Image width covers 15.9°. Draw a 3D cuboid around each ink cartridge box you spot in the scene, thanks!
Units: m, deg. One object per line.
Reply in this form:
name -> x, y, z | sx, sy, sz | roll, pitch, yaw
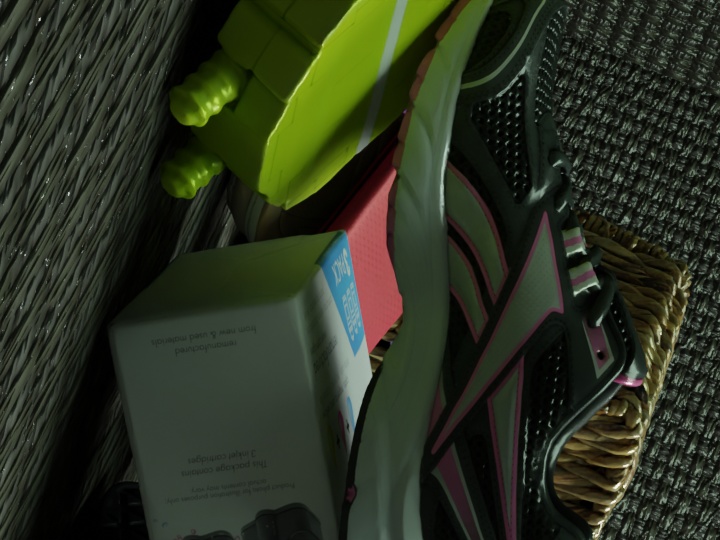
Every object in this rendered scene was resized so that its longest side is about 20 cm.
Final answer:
ink cartridge box -> -0.026, 0.097, 0.895 | 0.115, 0.068, 0.201 | -56, 137, -75

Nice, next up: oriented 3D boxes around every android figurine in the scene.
android figurine -> 0.012, -0.094, 0.822 | 0.200, 0.041, 0.182 | -42, 166, -22

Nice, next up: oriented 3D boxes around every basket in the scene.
basket -> 0.035, 0.047, 1.190 | 0.149, 0.199, 0.143 | -64, 174, -56

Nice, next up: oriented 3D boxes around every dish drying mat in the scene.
dish drying mat -> 0.000, 0.000, 1.018 | 0.200, 0.018, 0.077 | -52, 148, -19

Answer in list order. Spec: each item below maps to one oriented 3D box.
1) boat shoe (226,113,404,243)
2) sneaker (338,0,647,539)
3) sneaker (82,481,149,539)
boat shoe -> 0.003, -0.070, 1.064 | 0.200, 0.066, 0.074 | -35, 153, -44
sneaker -> 0.054, 0.010, 0.842 | 0.080, 0.086, 0.201 | -1, 100, -77
sneaker -> -0.093, 0.154, 0.939 | 0.200, 0.072, 0.083 | -60, 174, -66
